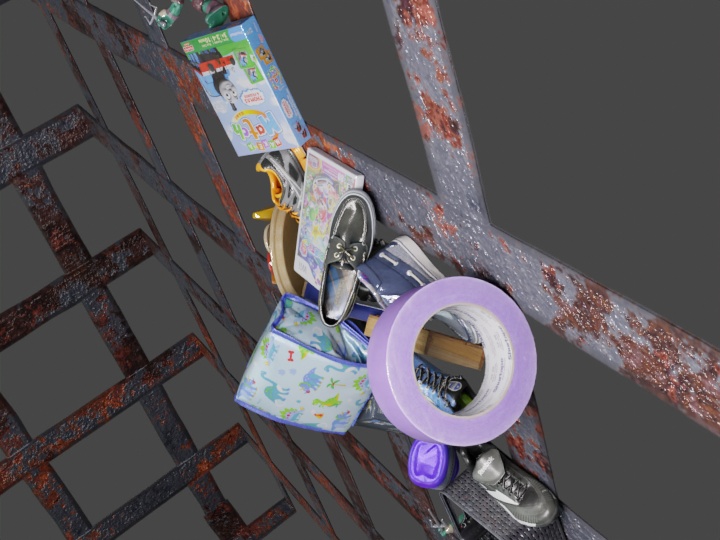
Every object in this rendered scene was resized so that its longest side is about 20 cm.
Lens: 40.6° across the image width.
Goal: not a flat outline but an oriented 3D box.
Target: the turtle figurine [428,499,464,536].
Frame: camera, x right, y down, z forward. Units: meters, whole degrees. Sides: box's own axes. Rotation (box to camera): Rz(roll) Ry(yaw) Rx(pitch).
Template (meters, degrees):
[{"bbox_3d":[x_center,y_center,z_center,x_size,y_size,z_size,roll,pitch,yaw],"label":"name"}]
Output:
[{"bbox_3d":[0.210,0.485,1.711,0.200,0.100,0.150,47,-176,-24],"label":"turtle figurine"}]

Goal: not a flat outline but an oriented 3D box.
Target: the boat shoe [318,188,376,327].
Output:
[{"bbox_3d":[-0.020,-0.014,1.393,0.057,0.067,0.204,-69,-10,-74],"label":"boat shoe"}]

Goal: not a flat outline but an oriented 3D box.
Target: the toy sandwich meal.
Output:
[{"bbox_3d":[-0.131,-0.035,1.672,0.069,0.207,0.207,-4,130,18],"label":"toy sandwich meal"}]

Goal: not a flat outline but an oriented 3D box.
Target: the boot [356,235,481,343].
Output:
[{"bbox_3d":[0.082,0.044,1.345,0.200,0.090,0.073,47,160,30],"label":"boot"}]

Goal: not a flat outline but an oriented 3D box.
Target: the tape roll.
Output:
[{"bbox_3d":[0.112,0.113,1.203,0.202,0.198,0.085,57,163,-3],"label":"tape roll"}]

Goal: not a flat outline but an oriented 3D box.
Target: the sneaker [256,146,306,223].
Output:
[{"bbox_3d":[-0.103,-0.117,1.589,0.078,0.077,0.202,14,135,62],"label":"sneaker"}]

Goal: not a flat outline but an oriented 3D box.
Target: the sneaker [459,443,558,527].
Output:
[{"bbox_3d":[0.213,0.314,1.459,0.090,0.067,0.199,41,176,-35],"label":"sneaker"}]

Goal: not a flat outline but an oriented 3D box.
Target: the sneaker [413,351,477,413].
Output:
[{"bbox_3d":[0.120,0.174,1.469,0.198,0.079,0.089,35,149,-5],"label":"sneaker"}]

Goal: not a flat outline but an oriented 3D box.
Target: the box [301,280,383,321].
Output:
[{"bbox_3d":[-0.005,0.059,1.579,0.119,0.033,0.199,16,-179,-27],"label":"box"}]

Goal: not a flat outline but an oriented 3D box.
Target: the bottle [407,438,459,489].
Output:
[{"bbox_3d":[0.127,0.322,1.624,0.064,0.085,0.200,8,168,15],"label":"bottle"}]

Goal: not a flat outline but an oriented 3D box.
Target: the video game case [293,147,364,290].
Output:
[{"bbox_3d":[-0.051,-0.068,1.476,0.143,0.018,0.204,35,124,49],"label":"video game case"}]

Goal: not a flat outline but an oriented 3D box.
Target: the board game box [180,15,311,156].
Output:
[{"bbox_3d":[-0.175,-0.277,1.491,0.150,0.037,0.202,-1,125,44],"label":"board game box"}]

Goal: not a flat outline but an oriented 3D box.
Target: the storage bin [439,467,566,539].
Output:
[{"bbox_3d":[0.231,0.409,1.551,0.199,0.093,0.137,31,150,54],"label":"storage bin"}]

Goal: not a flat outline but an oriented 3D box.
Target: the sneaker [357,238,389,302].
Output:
[{"bbox_3d":[0.000,0.000,1.520,0.200,0.070,0.099,13,131,63],"label":"sneaker"}]

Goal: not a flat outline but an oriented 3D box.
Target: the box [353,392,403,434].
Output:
[{"bbox_3d":[0.070,0.244,1.632,0.200,0.155,0.052,147,134,-72],"label":"box"}]

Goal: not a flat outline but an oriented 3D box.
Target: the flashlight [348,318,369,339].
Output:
[{"bbox_3d":[-0.054,0.064,1.776,0.201,0.067,0.068,52,161,18],"label":"flashlight"}]

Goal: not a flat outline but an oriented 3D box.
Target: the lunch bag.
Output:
[{"bbox_3d":[-0.073,0.158,1.537,0.197,0.128,0.171,26,124,-5],"label":"lunch bag"}]

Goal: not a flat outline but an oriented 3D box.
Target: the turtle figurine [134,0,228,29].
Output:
[{"bbox_3d":[-0.296,-0.447,1.509,0.198,0.102,0.150,26,166,29],"label":"turtle figurine"}]

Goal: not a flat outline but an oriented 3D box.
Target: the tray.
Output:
[{"bbox_3d":[0.091,0.102,1.422,0.097,0.038,0.199,17,177,-24],"label":"tray"}]
